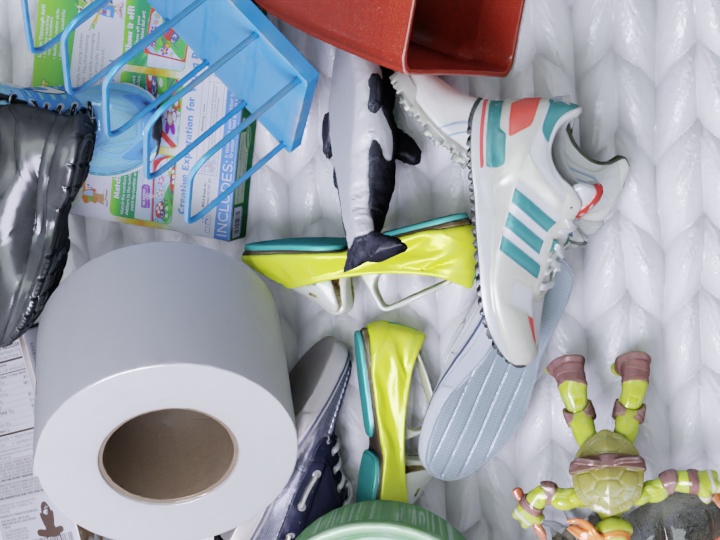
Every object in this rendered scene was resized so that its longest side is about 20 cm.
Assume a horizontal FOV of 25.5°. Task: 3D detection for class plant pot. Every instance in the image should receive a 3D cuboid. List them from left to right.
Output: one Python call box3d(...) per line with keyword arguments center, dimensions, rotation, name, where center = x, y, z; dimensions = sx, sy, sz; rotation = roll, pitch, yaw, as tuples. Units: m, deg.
box3d(center=(0.015, -0.260, 1.179), dimensions=(0.175, 0.199, 0.202), rotation=(16, 102, 25), name="plant pot")

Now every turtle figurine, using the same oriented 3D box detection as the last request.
box3d(center=(0.176, 0.145, 1.202), dimensions=(0.198, 0.064, 0.163), rotation=(-9, 66, 16), name="turtle figurine")

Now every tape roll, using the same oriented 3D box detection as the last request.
box3d(center=(-0.153, 0.097, 1.248), dimensions=(0.201, 0.140, 0.204), rotation=(-5, 132, -5), name="tape roll")

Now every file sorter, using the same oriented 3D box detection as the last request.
box3d(center=(-0.147, -0.157, 1.200), dimensions=(0.123, 0.139, 0.200), rotation=(-40, 82, -18), name="file sorter")

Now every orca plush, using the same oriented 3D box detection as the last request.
box3d(center=(0.022, -0.095, 1.239), dimensions=(0.105, 0.071, 0.201), rotation=(121, 148, -46), name="orca plush")

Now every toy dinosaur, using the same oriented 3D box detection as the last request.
box3d(center=(0.236, 0.214, 1.224), dimensions=(0.199, 0.077, 0.103), rotation=(-19, 98, 23), name="toy dinosaur")

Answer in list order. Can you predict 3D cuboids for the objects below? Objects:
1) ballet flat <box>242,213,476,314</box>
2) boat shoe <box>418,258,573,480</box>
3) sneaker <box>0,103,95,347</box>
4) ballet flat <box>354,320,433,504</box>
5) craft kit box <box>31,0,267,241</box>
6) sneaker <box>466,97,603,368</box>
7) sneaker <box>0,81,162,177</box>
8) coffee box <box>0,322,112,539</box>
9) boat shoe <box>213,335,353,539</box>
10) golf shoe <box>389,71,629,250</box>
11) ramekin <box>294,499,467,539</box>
box3d(center=(0.000, 0.000, 1.270), dimensions=(0.198, 0.067, 0.068), rotation=(-7, 94, 17), name="ballet flat")
box3d(center=(0.105, 0.070, 1.255), dimensions=(0.073, 0.067, 0.201), rotation=(27, 100, -21), name="boat shoe")
box3d(center=(-0.273, -0.038, 1.257), dimensions=(0.090, 0.076, 0.202), rotation=(17, 102, 1), name="sneaker")
box3d(center=(0.030, 0.141, 1.294), dimensions=(0.066, 0.067, 0.202), rotation=(-2, 97, -10), name="ballet flat")
box3d(center=(-0.182, -0.137, 1.334), dimensions=(0.196, 0.048, 0.202), rotation=(10, 100, 15), name="craft kit box")
box3d(center=(0.132, -0.029, 1.159), dimensions=(0.093, 0.070, 0.202), rotation=(-4, 95, 14), name="sneaker")
box3d(center=(-0.255, -0.113, 1.292), dimensions=(0.198, 0.090, 0.079), rotation=(2, 98, 18), name="sneaker")
box3d(center=(-0.262, 0.145, 1.361), dimensions=(0.079, 0.114, 0.202), rotation=(-14, 92, 22), name="coffee box")
box3d(center=(-0.039, 0.160, 1.320), dimensions=(0.092, 0.075, 0.201), rotation=(28, 92, -21), name="boat shoe")
box3d(center=(0.117, -0.108, 1.226), dimensions=(0.200, 0.078, 0.097), rotation=(39, 102, 0), name="golf shoe")
box3d(center=(0.015, 0.276, 1.229), dimensions=(0.198, 0.098, 0.202), rotation=(1, 99, 3), name="ramekin")
